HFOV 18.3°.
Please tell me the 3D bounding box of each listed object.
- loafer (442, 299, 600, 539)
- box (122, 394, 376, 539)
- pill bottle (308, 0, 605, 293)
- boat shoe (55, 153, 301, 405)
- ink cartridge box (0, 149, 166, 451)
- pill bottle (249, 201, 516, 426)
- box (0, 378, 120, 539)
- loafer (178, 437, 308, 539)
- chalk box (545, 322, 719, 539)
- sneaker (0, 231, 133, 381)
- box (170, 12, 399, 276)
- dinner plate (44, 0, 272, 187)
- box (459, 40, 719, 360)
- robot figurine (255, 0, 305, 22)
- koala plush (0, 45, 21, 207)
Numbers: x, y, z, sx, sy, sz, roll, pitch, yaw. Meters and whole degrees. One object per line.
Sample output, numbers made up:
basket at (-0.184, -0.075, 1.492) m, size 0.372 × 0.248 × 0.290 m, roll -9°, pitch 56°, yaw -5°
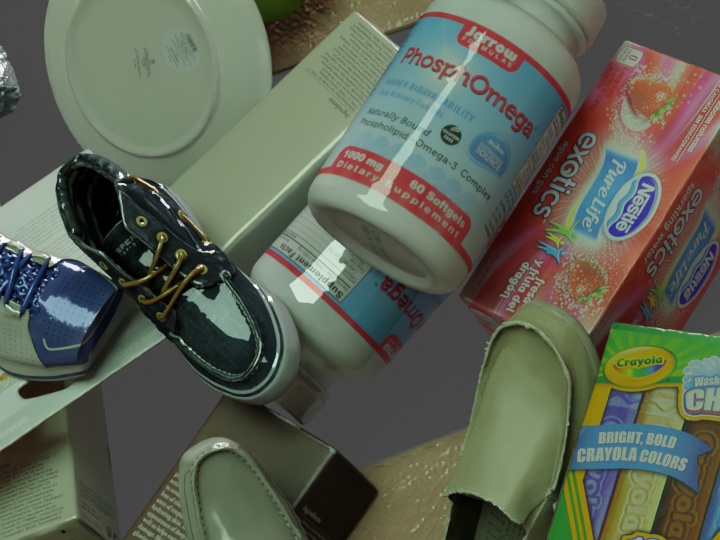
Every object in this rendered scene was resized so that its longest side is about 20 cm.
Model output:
loafer at (0.091, 0.117, 1.305) m, size 0.076 × 0.068 × 0.200 m, roll 16°, pitch 107°, yaw 37°
box at (-0.092, 0.186, 1.416) m, size 0.100 × 0.075 × 0.200 m, roll 28°, pitch 80°, yaw 36°
pill bottle at (0.063, -0.094, 1.349) m, size 0.109 × 0.109 × 0.200 m, roll 23°, pitch 74°, yaw 35°
boat shoe at (-0.120, 0.006, 1.398) m, size 0.071 × 0.091 × 0.200 m, roll -50°, pitch 52°, yaw 10°
ink cartridge box at (-0.220, 0.035, 1.503) m, size 0.200 × 0.044 × 0.174 m, roll -34°, pitch 56°, yaw -4°
pill bottle at (0.000, 0.000, 1.453) m, size 0.200 × 0.109 × 0.109 m, roll -48°, pitch 52°, yaw -5°
box at (-0.220, 0.108, 1.529) m, size 0.082 × 0.068 × 0.200 m, roll -20°, pitch 55°, yaw 14°
loafer at (-0.049, 0.192, 1.330) m, size 0.070 × 0.070 × 0.200 m, roll -28°, pitch 94°, yaw -14°
chalk box at (0.202, 0.110, 1.275) m, size 0.124 × 0.125 × 0.200 m, roll 9°, pitch 68°, yaw 31°
sneaker at (-0.255, -0.002, 1.442) m, size 0.199 × 0.115 × 0.081 m, roll 18°, pitch 68°, yaw 27°
box at (-0.040, -0.074, 1.532) m, size 0.200 × 0.068 × 0.082 m, roll -43°, pitch 52°, yaw -1°
dinner plate at (-0.151, -0.147, 1.590) m, size 0.200 × 0.024 × 0.200 m, roll 10°, pitch 110°, yaw 28°
box at (0.165, -0.026, 1.388) m, size 0.095 × 0.103 × 0.200 m, roll 25°, pitch 75°, yaw 34°
robot figurine at (-0.112, -0.239, 1.644) m, size 0.200 × 0.116 × 0.176 m, roll 4°, pitch 78°, yaw 28°
koala plush at (-0.349, -0.082, 1.655) m, size 0.177 × 0.184 × 0.200 m, roll -25°, pitch 66°, yaw 13°
